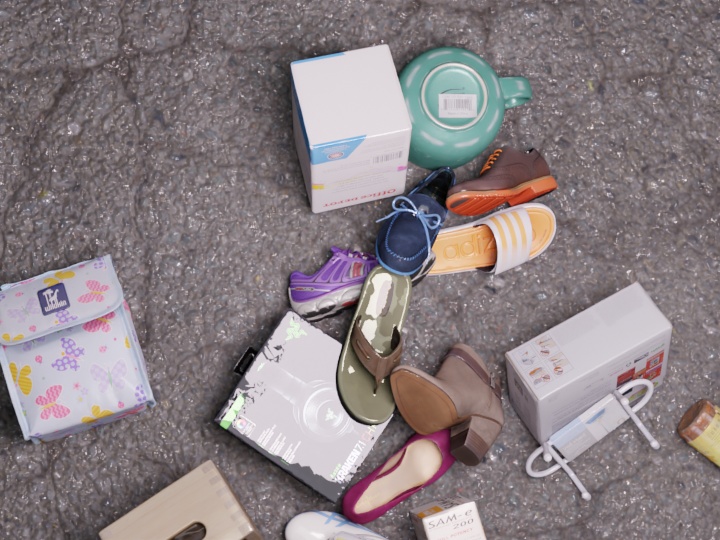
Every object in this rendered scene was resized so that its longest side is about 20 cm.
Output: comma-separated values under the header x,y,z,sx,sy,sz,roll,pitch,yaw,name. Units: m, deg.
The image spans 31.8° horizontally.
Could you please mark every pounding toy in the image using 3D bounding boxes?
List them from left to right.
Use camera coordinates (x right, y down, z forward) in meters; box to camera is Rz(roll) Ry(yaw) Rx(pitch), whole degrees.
x,y,z,sx,sy,sz,roll,pitch,yaw,name
-0.220,0.356,1.541,0.199,0.184,0.143,-33,76,-9,pounding toy

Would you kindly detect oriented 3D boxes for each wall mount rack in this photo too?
x,y,z,sx,sy,sz,roll,pitch,yaw,name
0.296,0.211,1.602,0.200,0.174,0.075,-38,49,6,wall mount rack

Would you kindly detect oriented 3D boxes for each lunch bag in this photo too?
x,y,z,sx,sy,sz,roll,pitch,yaw,name
-0.362,0.096,1.570,0.169,0.127,0.201,-16,79,-10,lunch bag

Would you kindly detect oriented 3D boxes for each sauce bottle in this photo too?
x,y,z,sx,sy,sz,roll,pitch,yaw,name
0.515,0.254,1.681,0.200,0.066,0.066,40,81,0,sauce bottle

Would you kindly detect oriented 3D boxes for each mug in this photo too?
x,y,z,sx,sy,sz,roll,pitch,yaw,name
0.124,-0.227,1.662,0.152,0.114,0.185,43,82,0,mug

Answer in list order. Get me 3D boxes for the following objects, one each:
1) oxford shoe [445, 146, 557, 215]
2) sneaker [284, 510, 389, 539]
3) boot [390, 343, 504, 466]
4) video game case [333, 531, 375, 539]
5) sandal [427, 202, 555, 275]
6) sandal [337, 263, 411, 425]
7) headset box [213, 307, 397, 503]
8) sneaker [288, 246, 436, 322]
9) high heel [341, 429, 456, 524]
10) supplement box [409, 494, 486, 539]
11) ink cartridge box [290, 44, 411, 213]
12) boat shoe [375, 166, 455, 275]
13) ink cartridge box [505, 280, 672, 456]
x,y,z,sx,sy,sz,roll,pitch,yaw,name
0.174,-0.119,1.649,0.199,0.071,0.073,-13,80,-47,oxford shoe
-0.002,0.362,1.608,0.199,0.072,0.072,25,83,-2,sneaker
0.113,0.147,1.600,0.070,0.147,0.200,-21,121,30,boot
0.051,0.431,1.545,0.181,0.023,0.201,8,110,31,video game case
0.165,-0.027,1.665,0.205,0.059,0.080,-16,108,-4,sandal
0.019,0.088,1.554,0.079,0.057,0.202,9,84,-7,sandal
-0.070,0.167,1.609,0.199,0.093,0.175,35,80,-1,headset box
0.000,0.000,1.638,0.199,0.081,0.084,-17,75,1,sneaker
0.064,0.258,1.613,0.200,0.096,0.068,-38,89,-9,high heel
0.131,0.391,1.592,0.073,0.126,0.201,-17,87,-7,supplement box
-0.016,-0.171,1.610,0.128,0.200,0.126,-12,68,-7,ink cartridge box
0.070,-0.073,1.610,0.084,0.069,0.200,25,39,-3,boat shoe
0.295,0.133,1.644,0.199,0.176,0.084,-27,57,-9,ink cartridge box
